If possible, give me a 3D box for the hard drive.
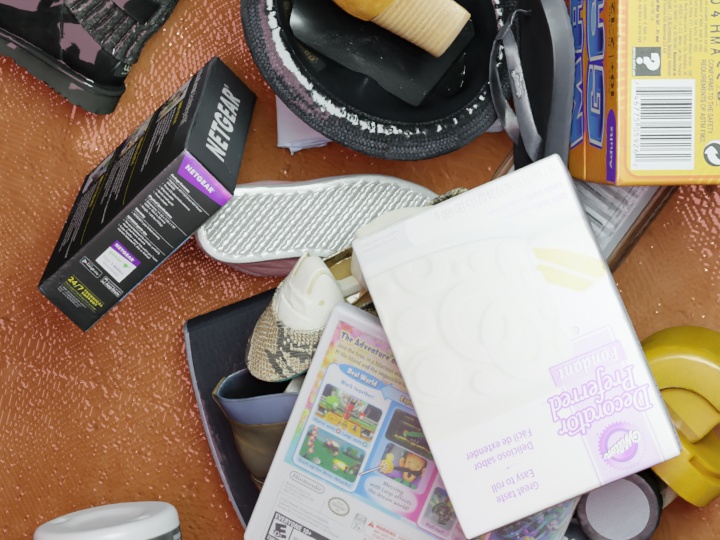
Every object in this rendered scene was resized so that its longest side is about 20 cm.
[{"bbox_3d":[-0.056,0.116,1.279,0.134,0.042,0.202,-19,89,19],"label":"hard drive"}]

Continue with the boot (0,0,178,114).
[{"bbox_3d":[-0.229,-0.237,1.280,0.210,0.079,0.158,33,112,2],"label":"boot"}]

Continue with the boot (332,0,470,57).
[{"bbox_3d":[0.044,-0.253,1.088,0.144,0.071,0.202,35,89,-12],"label":"boot"}]

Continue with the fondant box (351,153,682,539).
[{"bbox_3d":[0.098,0.048,1.062,0.143,0.058,0.201,-23,83,8],"label":"fondant box"}]

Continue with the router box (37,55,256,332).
[{"bbox_3d":[-0.148,-0.060,1.210,0.149,0.200,0.051,-41,108,19],"label":"router box"}]

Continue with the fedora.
[{"bbox_3d":[0.012,-0.167,1.166,0.199,0.092,0.203,0,87,-11],"label":"fedora"}]

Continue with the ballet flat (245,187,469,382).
[{"bbox_3d":[0.000,0.000,1.164,0.199,0.075,0.068,-30,56,-8],"label":"ballet flat"}]

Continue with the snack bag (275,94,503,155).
[{"bbox_3d":[0.019,-0.191,1.235,0.187,0.021,0.202,-3,94,19],"label":"snack bag"}]

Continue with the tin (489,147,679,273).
[{"bbox_3d":[0.166,-0.074,1.190,0.112,0.042,0.201,36,105,7],"label":"tin"}]

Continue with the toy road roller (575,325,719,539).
[{"bbox_3d":[0.177,0.077,1.155,0.146,0.123,0.200,-44,86,17],"label":"toy road roller"}]

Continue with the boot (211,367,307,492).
[{"bbox_3d":[-0.011,0.106,1.171,0.199,0.075,0.097,-14,123,30],"label":"boot"}]

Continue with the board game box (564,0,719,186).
[{"bbox_3d":[0.236,-0.156,1.042,0.198,0.200,0.202,0,95,-2],"label":"board game box"}]

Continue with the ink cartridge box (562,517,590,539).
[{"bbox_3d":[0.154,0.271,1.187,0.198,0.043,0.200,17,118,7],"label":"ink cartridge box"}]

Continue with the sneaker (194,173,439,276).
[{"bbox_3d":[-0.029,-0.032,1.248,0.198,0.105,0.076,2,89,-11],"label":"sneaker"}]

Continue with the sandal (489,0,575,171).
[{"bbox_3d":[0.110,-0.103,1.107,0.042,0.076,0.202,-5,110,-10],"label":"sandal"}]

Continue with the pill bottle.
[{"bbox_3d":[-0.182,0.288,1.301,0.113,0.114,0.202,-7,94,19],"label":"pill bottle"}]

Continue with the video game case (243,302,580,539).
[{"bbox_3d":[0.040,0.144,1.128,0.199,0.024,0.183,25,105,12],"label":"video game case"}]
